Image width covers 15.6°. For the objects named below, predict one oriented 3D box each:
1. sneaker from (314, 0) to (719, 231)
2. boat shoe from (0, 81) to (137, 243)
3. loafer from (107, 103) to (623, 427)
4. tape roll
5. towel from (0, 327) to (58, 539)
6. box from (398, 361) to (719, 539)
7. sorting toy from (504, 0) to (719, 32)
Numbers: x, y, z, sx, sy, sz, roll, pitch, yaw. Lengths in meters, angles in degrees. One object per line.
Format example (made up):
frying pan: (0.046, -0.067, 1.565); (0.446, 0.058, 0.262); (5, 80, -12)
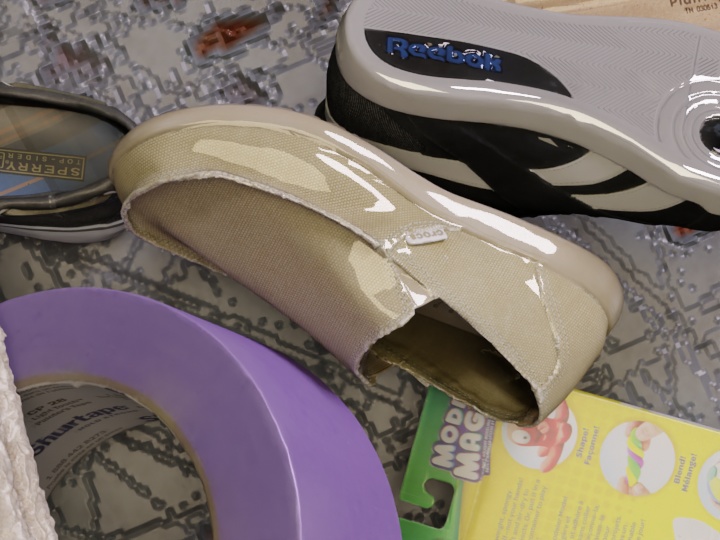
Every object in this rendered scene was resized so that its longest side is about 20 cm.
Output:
sneaker: (0.080, -0.042, 1.001); (0.200, 0.112, 0.073); (16, 56, -3)
boat shoe: (-0.176, -0.048, 1.004); (0.199, 0.057, 0.069); (2, 74, -6)
loafer: (0.000, 0.000, 0.965); (0.200, 0.076, 0.068); (19, 57, -6)
tape roll: (-0.091, 0.111, 0.950); (0.200, 0.085, 0.201); (-7, 75, 26)
towel: (-0.182, 0.052, 0.943); (0.132, 0.034, 0.200); (-22, 70, 18)
box: (0.110, 0.113, 1.021); (0.200, 0.048, 0.118); (16, 87, -3)
sorting toy: (0.117, -0.181, 1.046); (0.185, 0.036, 0.201); (-10, 83, -3)
